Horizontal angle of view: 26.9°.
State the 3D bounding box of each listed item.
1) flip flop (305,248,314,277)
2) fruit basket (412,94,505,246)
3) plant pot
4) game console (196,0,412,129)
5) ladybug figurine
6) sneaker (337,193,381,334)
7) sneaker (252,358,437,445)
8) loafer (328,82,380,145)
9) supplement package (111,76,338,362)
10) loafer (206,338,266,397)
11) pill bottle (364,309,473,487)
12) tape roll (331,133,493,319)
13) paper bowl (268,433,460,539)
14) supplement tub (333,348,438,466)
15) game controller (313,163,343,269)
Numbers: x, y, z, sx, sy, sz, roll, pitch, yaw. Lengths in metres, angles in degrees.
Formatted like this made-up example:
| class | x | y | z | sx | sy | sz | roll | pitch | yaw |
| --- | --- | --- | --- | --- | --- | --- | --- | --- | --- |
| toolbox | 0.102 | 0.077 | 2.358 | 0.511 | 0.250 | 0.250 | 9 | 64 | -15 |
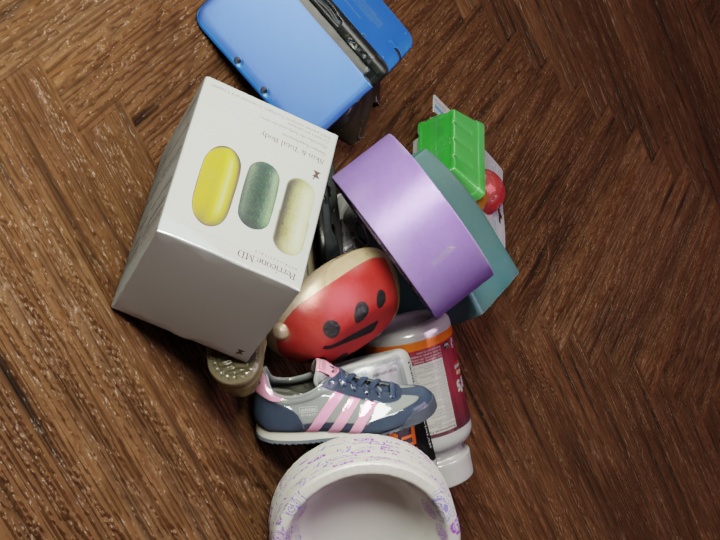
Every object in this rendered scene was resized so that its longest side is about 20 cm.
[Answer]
| class | x | y | z | sx | sy | sz | roll | pitch | yaw |
| --- | --- | --- | --- | --- | --- | --- | --- | --- | --- |
| flip flop | -0.085 | -0.045 | 1.707 | 0.081 | 0.057 | 0.202 | -170 | -101 | -80 |
| fruit basket | 0.146 | -0.117 | 2.083 | 0.200 | 0.093 | 0.187 | 48 | 35 | -47 |
| plant pot | 0.078 | -0.038 | 1.895 | 0.201 | 0.141 | 0.141 | 63 | 33 | -9 |
| game console | -0.061 | -0.281 | 1.746 | 0.200 | 0.118 | 0.171 | 49 | 34 | -8 |
| ladybug figurine | -0.023 | 0.046 | 1.657 | 0.072 | 0.136 | 0.199 | 41 | 40 | 21 |
| sneaker | 0.000 | 0.000 | 1.801 | 0.075 | 0.081 | 0.202 | 24 | 58 | -52 |
| sneaker | -0.017 | 0.133 | 1.608 | 0.070 | 0.198 | 0.083 | -110 | -166 | -68 |
| loafer | -0.008 | -0.237 | 1.910 | 0.072 | 0.072 | 0.201 | 60 | 39 | -41 |
| supplement package | -0.133 | -0.049 | 1.494 | 0.151 | 0.151 | 0.201 | 23 | 52 | -14 |
| loafer | -0.133 | 0.047 | 1.585 | 0.068 | 0.075 | 0.201 | 92 | 0 | -53 |
| pill bottle | 0.074 | 0.158 | 1.821 | 0.109 | 0.109 | 0.202 | -31 | 111 | -58 |
| tape roll | 0.058 | -0.049 | 1.694 | 0.201 | 0.085 | 0.200 | 53 | -1 | 2 |
| paper bowl | 0.002 | 0.266 | 1.596 | 0.202 | 0.199 | 0.105 | 61 | 7 | -22 |
| supplement tub | 0.020 | 0.199 | 1.714 | 0.122 | 0.122 | 0.202 | -16 | 91 | -59 |
| game controller | -0.048 | -0.079 | 1.743 | 0.105 | 0.042 | 0.201 | 76 | 6 | -58 |
